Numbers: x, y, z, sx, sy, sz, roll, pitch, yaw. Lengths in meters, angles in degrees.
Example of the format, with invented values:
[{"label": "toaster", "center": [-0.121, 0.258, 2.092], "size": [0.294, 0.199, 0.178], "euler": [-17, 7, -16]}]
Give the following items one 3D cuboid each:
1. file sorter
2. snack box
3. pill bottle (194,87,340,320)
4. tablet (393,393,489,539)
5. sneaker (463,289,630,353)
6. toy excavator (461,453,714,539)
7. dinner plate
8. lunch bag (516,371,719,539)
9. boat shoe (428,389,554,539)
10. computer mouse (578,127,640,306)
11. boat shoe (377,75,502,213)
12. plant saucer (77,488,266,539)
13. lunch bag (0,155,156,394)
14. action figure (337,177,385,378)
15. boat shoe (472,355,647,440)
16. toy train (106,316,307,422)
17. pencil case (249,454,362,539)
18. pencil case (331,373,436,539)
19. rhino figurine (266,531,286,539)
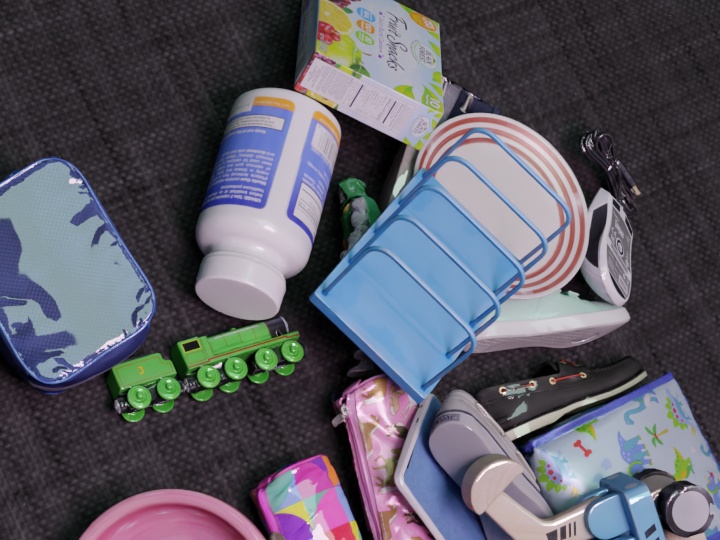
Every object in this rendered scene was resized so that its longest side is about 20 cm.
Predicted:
[{"label": "file sorter", "center": [0.079, -0.012, 1.570], "size": [0.139, 0.123, 0.200], "euler": [43, 52, -3]}, {"label": "snack box", "center": [0.010, -0.214, 1.720], "size": [0.141, 0.053, 0.201], "euler": [25, 31, -15]}, {"label": "pill bottle", "center": [-0.092, -0.061, 1.635], "size": [0.111, 0.112, 0.202], "euler": [23, 63, -16]}, {"label": "tablet", "center": [0.098, 0.225, 1.616], "size": [0.201, 0.014, 0.131], "euler": [56, 32, -22]}, {"label": "sneaker", "center": [0.181, 0.015, 1.759], "size": [0.198, 0.074, 0.119], "euler": [-1, 69, -27]}, {"label": "toy excavator", "center": [0.208, 0.233, 1.547], "size": [0.198, 0.100, 0.196], "euler": [-21, 97, -11]}, {"label": "dinner plate", "center": [0.137, -0.062, 1.717], "size": [0.198, 0.024, 0.202], "euler": [12, 63, -24]}, {"label": "lunch bag", "center": [0.260, 0.212, 1.691], "size": [0.199, 0.127, 0.171], "euler": [-24, 83, -19]}, {"label": "boat shoe", "center": [0.129, 0.196, 1.609], "size": [0.200, 0.072, 0.066], "euler": [51, 31, -21]}, {"label": "computer mouse", "center": [0.250, -0.045, 1.791], "size": [0.110, 0.043, 0.201], "euler": [55, 33, -36]}, {"label": "boat shoe", "center": [0.082, -0.105, 1.754], "size": [0.092, 0.075, 0.201], "euler": [24, 62, -7]}, {"label": "plant saucer", "center": [-0.157, 0.287, 1.467], "size": [0.198, 0.051, 0.203], "euler": [-2, 82, 11]}, {"label": "lunch bag", "center": [-0.276, 0.003, 1.516], "size": [0.135, 0.132, 0.201], "euler": [-30, 86, -15]}, {"label": "action figure", "center": [0.000, 0.000, 1.674], "size": [0.054, 0.118, 0.202], "euler": [0, 62, -12]}, {"label": "boat shoe", "center": [0.202, 0.117, 1.729], "size": [0.200, 0.074, 0.064], "euler": [-17, 79, -29]}, {"label": "toy train", "center": [-0.141, 0.087, 1.600], "size": [0.198, 0.042, 0.057], "euler": [-16, 68, -29]}, {"label": "pencil case", "center": [-0.031, 0.269, 1.558], "size": [0.088, 0.088, 0.202], "euler": [-16, 77, -29]}, {"label": "pencil case", "center": [0.030, 0.200, 1.614], "size": [0.086, 0.083, 0.202], "euler": [-13, 77, -7]}, {"label": "rhino figurine", "center": [-0.080, 0.338, 1.512], "size": [0.060, 0.087, 0.202], "euler": [1, 67, -59]}]
